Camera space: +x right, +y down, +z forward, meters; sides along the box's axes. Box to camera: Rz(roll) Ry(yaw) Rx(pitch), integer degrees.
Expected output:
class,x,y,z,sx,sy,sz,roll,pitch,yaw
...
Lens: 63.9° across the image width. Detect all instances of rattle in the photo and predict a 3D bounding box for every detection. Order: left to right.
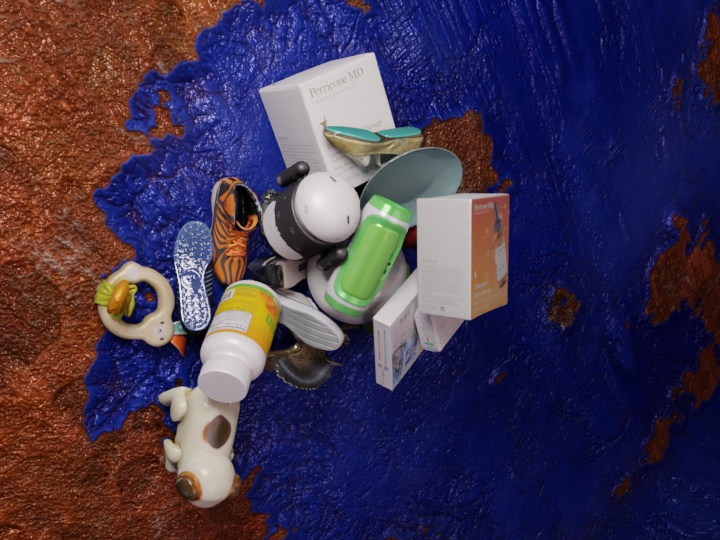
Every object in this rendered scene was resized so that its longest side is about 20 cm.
class,x,y,z,sx,sy,sz,roll,pitch,yaw
rattle,-0.338,0.082,0.972,0.201,0.142,0.131,55,50,-25

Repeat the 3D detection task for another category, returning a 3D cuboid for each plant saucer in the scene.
class,x,y,z,sx,sy,sz,roll,pitch,yaw
plant saucer,0.085,-0.152,1.032,0.199,0.039,0.202,-17,147,-11

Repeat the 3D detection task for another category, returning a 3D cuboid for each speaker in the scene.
class,x,y,z,sx,sy,sz,roll,pitch,yaw
speaker,0.012,-0.024,0.993,0.088,0.088,0.201,17,105,-37

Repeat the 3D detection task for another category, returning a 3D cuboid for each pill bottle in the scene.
class,x,y,z,sx,sy,sz,roll,pitch,yaw
pill bottle,-0.209,0.122,0.995,0.111,0.110,0.201,55,28,-32

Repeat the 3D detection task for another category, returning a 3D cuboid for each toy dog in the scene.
class,x,y,z,sx,sy,sz,roll,pitch,yaw
toy dog,-0.264,0.309,1.016,0.139,0.193,0.202,24,49,-44

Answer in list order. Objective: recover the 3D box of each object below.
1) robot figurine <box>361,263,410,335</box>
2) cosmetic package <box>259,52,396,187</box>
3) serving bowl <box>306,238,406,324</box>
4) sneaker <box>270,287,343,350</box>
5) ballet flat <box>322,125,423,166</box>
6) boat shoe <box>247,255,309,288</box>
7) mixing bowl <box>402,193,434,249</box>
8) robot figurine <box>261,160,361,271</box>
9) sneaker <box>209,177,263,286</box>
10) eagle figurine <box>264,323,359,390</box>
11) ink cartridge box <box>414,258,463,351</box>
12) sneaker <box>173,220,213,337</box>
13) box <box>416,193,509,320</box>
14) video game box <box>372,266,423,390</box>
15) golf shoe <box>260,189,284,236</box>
class,x,y,z,sx,sy,sz,roll,pitch,yaw
robot figurine,0.050,0.050,1.226,0.115,0.175,0.202,2,77,-23
cosmetic package,-0.053,-0.266,1.060,0.167,0.166,0.201,-31,117,-25
serving bowl,0.000,0.000,1.091,0.198,0.066,0.202,1,84,-14
sneaker,-0.109,0.079,1.100,0.071,0.199,0.073,-39,153,-52
ballet flat,0.024,-0.210,0.989,0.199,0.070,0.071,-9,107,-33
boat shoe,-0.136,-0.016,1.134,0.200,0.092,0.075,-23,113,-60
mixing bowl,0.076,-0.131,1.191,0.107,0.200,0.202,-8,109,-8
robot figurine,-0.085,-0.089,0.980,0.150,0.199,0.126,33,57,-26
sneaker,-0.224,-0.061,1.025,0.077,0.112,0.202,-9,107,-32
eagle figurine,-0.120,0.166,1.146,0.151,0.152,0.200,43,53,8
ink cartridge box,0.152,0.027,1.106,0.161,0.050,0.201,-42,124,-41
sneaker,-0.294,0.017,1.016,0.069,0.078,0.202,3,71,-19
box,0.182,-0.031,1.014,0.152,0.106,0.202,-14,106,-50
video game box,0.096,0.103,1.131,0.200,0.047,0.183,-45,143,-38
golf shoe,-0.107,-0.098,1.132,0.198,0.078,0.095,7,109,-29
